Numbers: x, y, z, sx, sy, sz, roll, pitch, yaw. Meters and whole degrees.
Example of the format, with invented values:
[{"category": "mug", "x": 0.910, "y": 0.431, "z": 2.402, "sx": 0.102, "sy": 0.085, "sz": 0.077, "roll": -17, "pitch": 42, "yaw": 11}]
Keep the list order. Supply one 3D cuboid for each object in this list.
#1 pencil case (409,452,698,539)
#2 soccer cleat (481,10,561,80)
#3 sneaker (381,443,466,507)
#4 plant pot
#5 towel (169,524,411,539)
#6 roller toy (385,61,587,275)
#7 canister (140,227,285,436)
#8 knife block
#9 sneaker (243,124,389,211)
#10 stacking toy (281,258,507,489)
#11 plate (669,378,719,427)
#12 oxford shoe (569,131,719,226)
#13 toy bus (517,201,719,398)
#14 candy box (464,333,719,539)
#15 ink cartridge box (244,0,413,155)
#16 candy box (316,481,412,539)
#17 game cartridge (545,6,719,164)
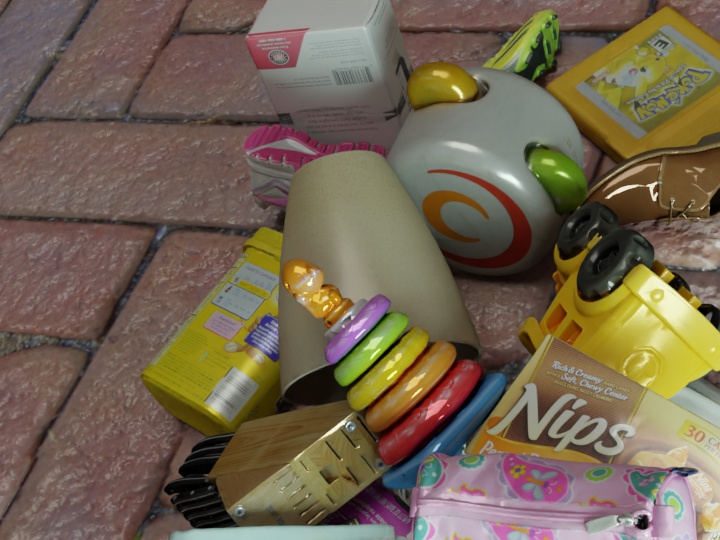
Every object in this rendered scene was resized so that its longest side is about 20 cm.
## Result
[{"category": "pencil case", "x": 0.132, "y": 0.170, "z": 0.916, "sx": 0.198, "sy": 0.088, "sz": 0.088, "roll": -1, "pitch": 50, "yaw": 33}, {"category": "soccer cleat", "x": 0.159, "y": -0.222, "z": 1.484, "sx": 0.083, "sy": 0.065, "sz": 0.201, "roll": 13, "pitch": 57, "yaw": 35}, {"category": "sneaker", "x": 0.054, "y": 0.172, "z": 1.139, "sx": 0.079, "sy": 0.077, "sz": 0.200, "roll": -5, "pitch": 19, "yaw": 0}, {"category": "plant pot", "x": 0.000, "y": 0.000, "z": 1.221, "sx": 0.185, "sy": 0.187, "sz": 0.202, "roll": -15, "pitch": 73, "yaw": 11}, {"category": "towel", "x": -0.054, "y": 0.289, "z": 1.044, "sx": 0.197, "sy": 0.048, "sz": 0.173, "roll": 0, "pitch": 67, "yaw": -2}, {"category": "roller toy", "x": 0.120, "y": -0.101, "z": 1.308, "sx": 0.198, "sy": 0.183, "sz": 0.141, "roll": 25, "pitch": 57, "yaw": 3}, {"category": "canister", "x": -0.107, "y": 0.069, "z": 1.331, "sx": 0.148, "sy": 0.087, "sz": 0.200, "roll": 23, "pitch": 64, "yaw": 37}, {"category": "knife block", "x": -0.077, "y": 0.166, "z": 1.175, "sx": 0.199, "sy": 0.064, "sz": 0.176, "roll": -38, "pitch": 23, "yaw": -1}, {"category": "sneaker", "x": -0.032, "y": -0.090, "z": 1.445, "sx": 0.198, "sy": 0.089, "sz": 0.082, "roll": 17, "pitch": 43, "yaw": 9}, {"category": "stacking toy", "x": 0.010, "y": 0.065, "z": 1.060, "sx": 0.200, "sy": 0.116, "sz": 0.110, "roll": 46, "pitch": 63, "yaw": 1}, {"category": "plate", "x": 0.268, "y": 0.178, "z": 1.103, "sx": 0.199, "sy": 0.032, "sz": 0.199, "roll": -43, "pitch": 47, "yaw": -15}, {"category": "oxford shoe", "x": 0.301, "y": -0.074, "z": 1.288, "sx": 0.198, "sy": 0.072, "sz": 0.072, "roll": -20, "pitch": 51, "yaw": 5}, {"category": "toy bus", "x": 0.205, "y": 0.061, "z": 1.171, "sx": 0.192, "sy": 0.135, "sz": 0.200, "roll": -48, "pitch": 19, "yaw": 10}, {"category": "candy box", "x": 0.189, "y": 0.144, "z": 0.987, "sx": 0.199, "sy": 0.055, "sz": 0.116, "roll": 30, "pitch": 76, "yaw": 38}, {"category": "ink cartridge box", "x": -0.019, "y": -0.200, "z": 1.448, "sx": 0.144, "sy": 0.201, "sz": 0.085, "roll": -1, "pitch": 45, "yaw": 23}, {"category": "candy box", "x": -0.036, "y": 0.271, "z": 1.136, "sx": 0.200, "sy": 0.061, "sz": 0.136, "roll": -44, "pitch": 48, "yaw": -16}, {"category": "game cartridge", "x": 0.319, "y": -0.184, "z": 1.402, "sx": 0.175, "sy": 0.033, "sz": 0.200, "roll": -34, "pitch": 45, "yaw": -7}]
